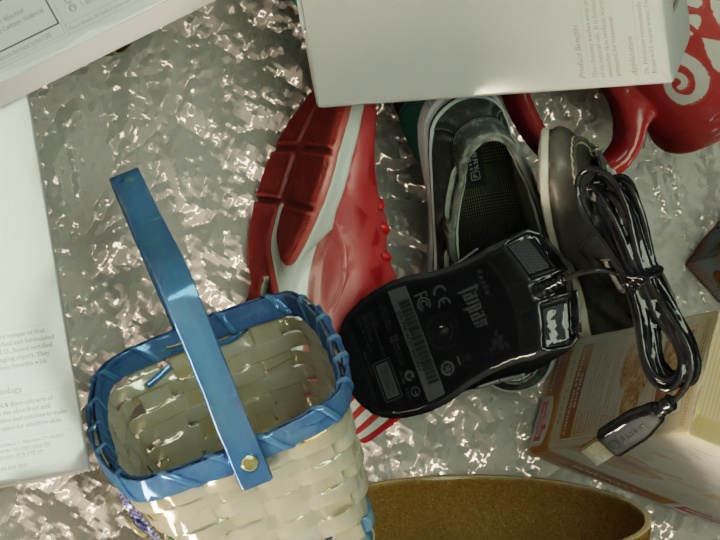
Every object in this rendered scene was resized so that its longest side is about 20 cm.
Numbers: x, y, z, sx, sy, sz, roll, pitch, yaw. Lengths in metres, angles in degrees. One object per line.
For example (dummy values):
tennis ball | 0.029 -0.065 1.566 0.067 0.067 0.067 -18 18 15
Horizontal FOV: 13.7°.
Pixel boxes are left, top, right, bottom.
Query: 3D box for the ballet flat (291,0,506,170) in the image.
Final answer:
ballet flat | 0.040 -0.115 1.693 0.068 0.068 0.200 -42 100 -29

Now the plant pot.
plant pot | 0.062 0.228 1.616 0.186 0.186 0.201 -3 99 -22

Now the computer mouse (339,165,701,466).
computer mouse | 0.091 0.045 1.589 0.046 0.200 0.141 -6 68 -63

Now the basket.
basket | -0.075 0.058 1.522 0.139 0.176 0.201 -19 111 -4

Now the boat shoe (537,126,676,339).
boat shoe | 0.138 -0.023 1.659 0.057 0.200 0.067 -5 61 11

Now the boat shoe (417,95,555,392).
boat shoe | 0.071 -0.005 1.649 0.072 0.071 0.201 -18 123 -2

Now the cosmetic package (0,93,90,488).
cosmetic package | -0.206 0.015 1.558 0.085 0.108 0.201 -10 86 -20

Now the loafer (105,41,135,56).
loafer | -0.111 -0.199 1.611 0.076 0.067 0.201 16 102 -58

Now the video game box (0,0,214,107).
video game box | -0.156 -0.200 1.530 0.199 0.047 0.183 -27 80 -12

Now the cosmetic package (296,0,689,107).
cosmetic package | 0.069 -0.155 1.587 0.199 0.081 0.113 -1 113 16

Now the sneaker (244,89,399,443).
sneaker | 0.000 0.000 1.669 0.115 0.078 0.201 16 91 -28

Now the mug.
mug | 0.141 -0.163 1.674 0.200 0.133 0.178 41 50 -22

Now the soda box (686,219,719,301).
soda box | 0.289 0.040 1.770 0.200 0.068 0.064 46 71 -10

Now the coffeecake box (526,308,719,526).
coffeecake box | 0.207 0.088 1.663 0.153 0.200 0.073 21 76 -19
